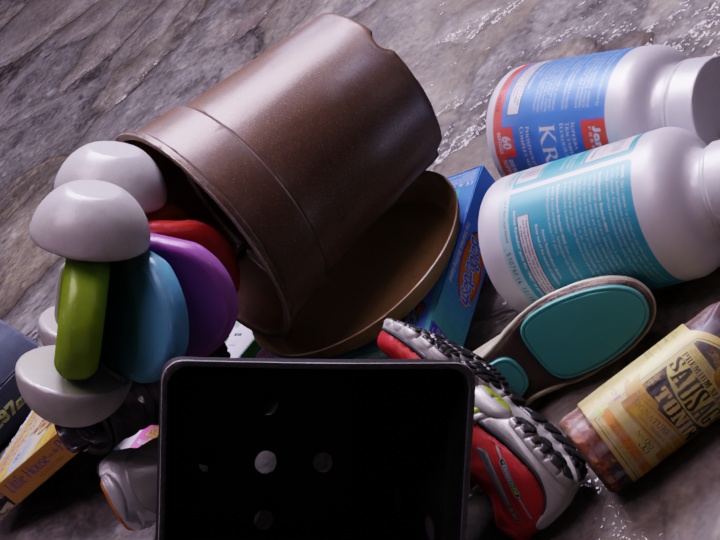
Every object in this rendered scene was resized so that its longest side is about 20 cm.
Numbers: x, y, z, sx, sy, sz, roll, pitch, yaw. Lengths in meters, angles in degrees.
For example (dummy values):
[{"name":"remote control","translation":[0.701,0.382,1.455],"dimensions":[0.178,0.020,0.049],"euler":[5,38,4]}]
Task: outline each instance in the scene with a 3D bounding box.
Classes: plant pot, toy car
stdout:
[{"name":"plant pot","translation":[-0.054,-0.086,1.413],"dimensions":[0.198,0.201,0.200],"euler":[-41,28,-18]},{"name":"plant pot","translation":[-0.047,0.147,1.203],"dimensions":[0.198,0.201,0.177],"euler":[1,5,-13]},{"name":"toy car","translation":[-0.160,0.014,1.300],"dimensions":[0.149,0.176,0.200],"euler":[10,21,-2]},{"name":"plant pot","translation":[0.000,0.000,1.438],"dimensions":[0.200,0.028,0.200],"euler":[-29,30,19]}]

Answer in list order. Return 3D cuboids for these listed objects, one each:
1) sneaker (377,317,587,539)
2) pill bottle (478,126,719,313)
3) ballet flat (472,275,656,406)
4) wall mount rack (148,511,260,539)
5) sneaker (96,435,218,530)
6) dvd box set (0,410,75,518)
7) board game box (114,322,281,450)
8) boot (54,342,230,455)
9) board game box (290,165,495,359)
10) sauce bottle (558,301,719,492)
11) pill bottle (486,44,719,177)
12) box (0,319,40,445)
[{"name":"sneaker","translation":[0.065,0.107,1.240],"dimensions":[0.085,0.077,0.200],"euler":[-54,51,12]},{"name":"pill bottle","translation":[0.192,-0.038,1.307],"dimensions":[0.199,0.111,0.111],"euler":[-16,36,37]},{"name":"ballet flat","translation":[0.125,0.059,1.307],"dimensions":[0.200,0.070,0.070],"euler":[-32,29,16]},{"name":"wall mount rack","translation":[-0.138,0.257,1.328],"dimensions":[0.200,0.075,0.174],"euler":[-32,26,14]},{"name":"sneaker","translation":[-0.119,0.147,1.398],"dimensions":[0.092,0.076,0.200],"euler":[-25,-1,19]},{"name":"dvd box set","translation":[-0.260,0.129,1.623],"dimensions":[0.200,0.029,0.147],"euler":[-39,17,37]},{"name":"board game box","translation":[-0.137,0.089,1.568],"dimensions":[0.200,0.040,0.153],"euler":[-51,28,-10]},{"name":"boot","translation":[-0.185,0.098,1.417],"dimensions":[0.131,0.070,0.200],"euler":[-22,1,-23]},{"name":"board game box","translation":[0.028,0.015,1.459],"dimensions":[0.152,0.045,0.200],"euler":[-17,35,34]},{"name":"sauce bottle","translation":[0.224,0.062,1.175],"dimensions":[0.200,0.066,0.066],"euler":[-40,28,4]},{"name":"pill bottle","translation":[0.203,-0.116,1.404],"dimensions":[0.200,0.112,0.112],"euler":[-3,45,49]},{"name":"box","translation":[-0.399,0.126,1.839],"dimensions":[0.158,0.051,0.200],"euler":[-46,29,-13]}]
